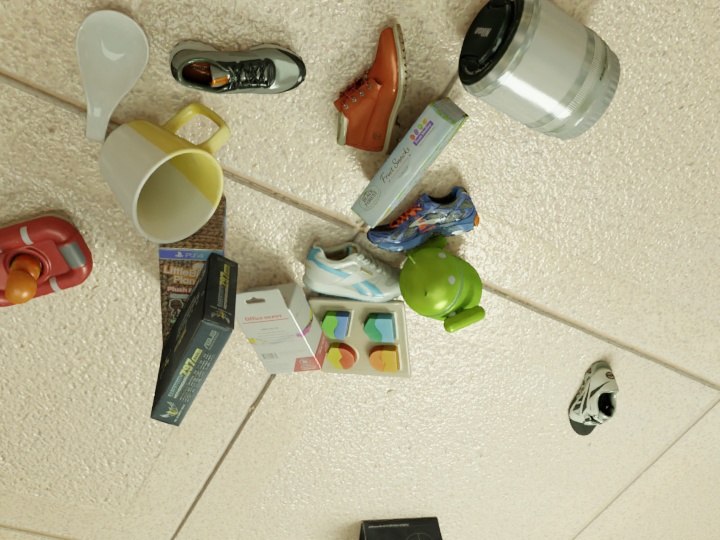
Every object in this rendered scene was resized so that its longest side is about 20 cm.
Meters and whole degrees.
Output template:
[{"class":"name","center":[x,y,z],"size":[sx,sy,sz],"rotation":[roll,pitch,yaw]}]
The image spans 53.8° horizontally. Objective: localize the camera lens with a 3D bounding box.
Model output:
[{"class":"camera lens","center":[0.253,-0.298,1.027],"size":[0.197,0.161,0.161],"rotation":[23,119,-23]}]

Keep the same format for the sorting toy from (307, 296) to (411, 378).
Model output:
[{"class":"sorting toy","center":[-0.001,0.132,1.330],"size":[0.181,0.037,0.203],"rotation":[2,128,14]}]

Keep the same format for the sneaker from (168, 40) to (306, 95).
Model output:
[{"class":"sneaker","center":[-0.175,-0.282,1.019],"size":[0.196,0.080,0.075],"rotation":[-1,124,-10]}]

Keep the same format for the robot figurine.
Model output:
[{"class":"robot figurine","center":[0.140,0.027,1.238],"size":[0.115,0.178,0.199],"rotation":[-33,155,21]}]

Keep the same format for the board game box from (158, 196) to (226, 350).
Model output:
[{"class":"board game box","center":[-0.269,0.005,1.154],"size":[0.095,0.161,0.203],"rotation":[2,124,-10]}]

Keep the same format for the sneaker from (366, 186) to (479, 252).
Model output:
[{"class":"sneaker","center":[0.102,-0.092,1.211],"size":[0.197,0.076,0.080],"rotation":[-18,114,-4]}]

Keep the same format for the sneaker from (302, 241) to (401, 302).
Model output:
[{"class":"sneaker","center":[0.000,0.000,1.248],"size":[0.196,0.077,0.082],"rotation":[6,119,-17]}]

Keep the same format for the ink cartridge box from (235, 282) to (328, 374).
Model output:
[{"class":"ink cartridge box","center":[-0.147,0.092,1.272],"size":[0.114,0.068,0.202],"rotation":[-7,129,21]}]

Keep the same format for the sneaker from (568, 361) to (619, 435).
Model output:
[{"class":"sneaker","center":[0.508,0.302,1.535],"size":[0.073,0.089,0.203],"rotation":[-3,127,-9]}]

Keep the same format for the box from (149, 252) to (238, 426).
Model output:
[{"class":"box","center":[-0.240,0.099,1.029],"size":[0.050,0.159,0.201],"rotation":[21,120,-21]}]

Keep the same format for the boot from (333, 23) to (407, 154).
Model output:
[{"class":"boot","center":[0.015,-0.270,1.065],"size":[0.105,0.076,0.203],"rotation":[5,125,-6]}]

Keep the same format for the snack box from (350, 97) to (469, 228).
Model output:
[{"class":"snack box","center":[0.078,-0.169,1.098],"size":[0.053,0.142,0.201],"rotation":[40,114,4]}]

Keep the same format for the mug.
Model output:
[{"class":"mug","center":[-0.290,-0.150,1.049],"size":[0.185,0.153,0.151],"rotation":[-28,142,-35]}]

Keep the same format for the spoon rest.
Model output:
[{"class":"spoon rest","center":[-0.360,-0.268,1.009],"size":[0.098,0.061,0.202],"rotation":[12,123,-17]}]

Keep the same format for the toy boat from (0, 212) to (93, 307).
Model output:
[{"class":"toy boat","center":[-0.535,0.003,1.126],"size":[0.196,0.132,0.132],"rotation":[-16,126,2]}]

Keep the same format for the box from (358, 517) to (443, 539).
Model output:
[{"class":"box","center":[0.105,0.711,1.686],"size":[0.196,0.198,0.126],"rotation":[1,127,-10]}]
